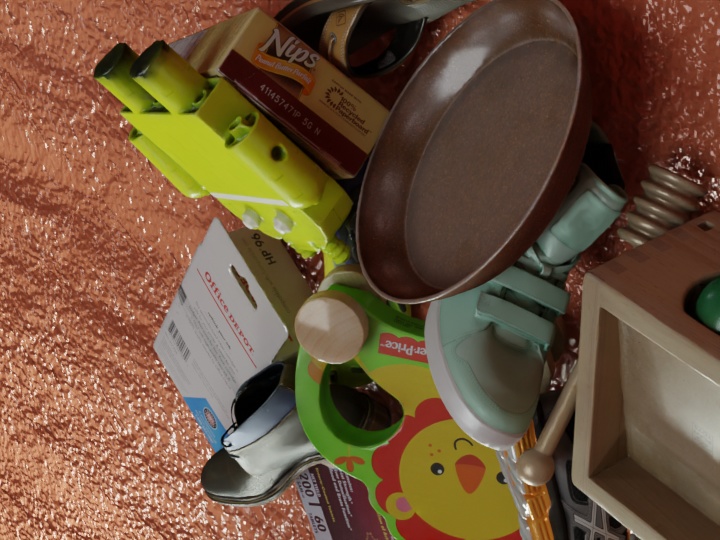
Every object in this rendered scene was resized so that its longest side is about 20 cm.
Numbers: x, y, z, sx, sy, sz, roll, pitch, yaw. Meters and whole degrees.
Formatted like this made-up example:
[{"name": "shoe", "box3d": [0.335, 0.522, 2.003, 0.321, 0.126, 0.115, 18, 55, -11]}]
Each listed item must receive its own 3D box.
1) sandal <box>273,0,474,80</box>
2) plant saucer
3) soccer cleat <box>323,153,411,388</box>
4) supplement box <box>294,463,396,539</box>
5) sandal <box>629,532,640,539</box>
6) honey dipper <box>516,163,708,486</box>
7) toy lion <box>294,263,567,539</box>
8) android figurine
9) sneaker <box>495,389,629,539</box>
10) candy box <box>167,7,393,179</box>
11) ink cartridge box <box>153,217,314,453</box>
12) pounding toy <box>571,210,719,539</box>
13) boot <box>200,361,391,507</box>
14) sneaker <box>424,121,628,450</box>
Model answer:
[{"name": "sandal", "box3d": [0.011, -0.153, 1.041, 0.200, 0.082, 0.055, -12, 79, 46]}, {"name": "plant saucer", "box3d": [0.070, -0.068, 0.956, 0.200, 0.034, 0.200, -40, 37, 38]}, {"name": "soccer cleat", "box3d": [0.001, 0.000, 1.178, 0.084, 0.065, 0.200, -110, 18, -47]}, {"name": "supplement box", "box3d": [0.039, 0.182, 1.223, 0.200, 0.061, 0.109, -9, 103, 52]}, {"name": "sandal", "box3d": [0.214, 0.185, 1.010, 0.079, 0.059, 0.207, 58, 143, 8]}, {"name": "honey dipper", "box3d": [0.142, 0.036, 0.944, 0.038, 0.038, 0.200, 29, 99, 38]}, {"name": "toy lion", "box3d": [0.052, 0.108, 1.089, 0.200, 0.069, 0.192, 12, 115, 11]}, {"name": "android figurine", "box3d": [-0.084, -0.072, 1.068, 0.200, 0.041, 0.182, 44, 163, -29]}, {"name": "sneaker", "box3d": [0.141, 0.158, 1.027, 0.078, 0.077, 0.200, -119, 11, -57]}, {"name": "candy box", "box3d": [-0.072, -0.112, 1.109, 0.115, 0.055, 0.200, 38, 166, -19]}, {"name": "ink cartridge box", "box3d": [-0.087, 0.045, 1.278, 0.116, 0.068, 0.200, 57, 146, 18]}, {"name": "pounding toy", "box3d": [0.231, 0.062, 0.878, 0.184, 0.142, 0.200, 38, 141, 42]}, {"name": "boot", "box3d": [-0.078, 0.119, 1.237, 0.097, 0.075, 0.200, 35, 137, -30]}, {"name": "sneaker", "box3d": [0.102, -0.001, 0.955, 0.118, 0.074, 0.201, -37, 37, 48]}]
